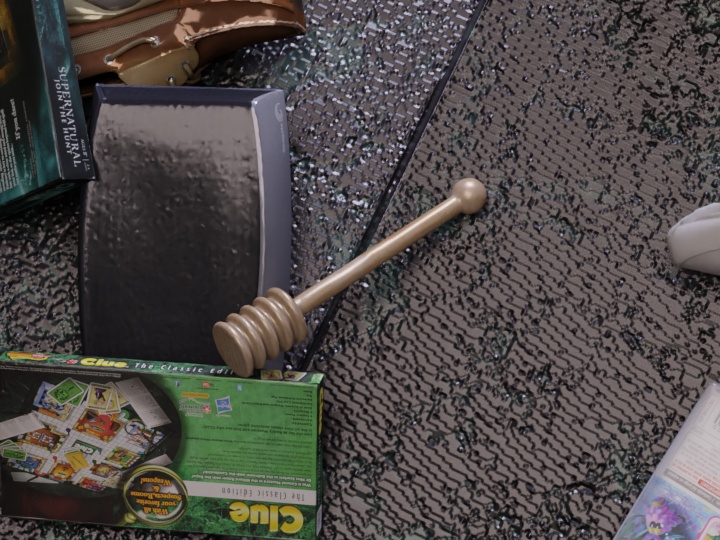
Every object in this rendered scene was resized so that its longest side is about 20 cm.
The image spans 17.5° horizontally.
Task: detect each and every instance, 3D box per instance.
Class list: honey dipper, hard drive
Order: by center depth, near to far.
[{"bbox_3d":[0.000,0.000,1.414,0.199,0.038,0.038,-31,74,-24],"label":"honey dipper"},{"bbox_3d":[-0.111,-0.012,1.430,0.134,0.042,0.202,2,94,7],"label":"hard drive"}]

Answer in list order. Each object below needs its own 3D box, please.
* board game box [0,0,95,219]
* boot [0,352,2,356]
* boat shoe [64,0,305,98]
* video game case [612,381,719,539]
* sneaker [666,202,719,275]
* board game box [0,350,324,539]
[{"bbox_3d":[-0.232,-0.136,1.457,0.135,0.028,0.202,-18,78,44],"label":"board game box"},{"bbox_3d":[-0.327,0.101,1.443,0.154,0.072,0.201,32,83,15],"label":"boot"},{"bbox_3d":[-0.131,-0.138,1.476,0.198,0.076,0.075,-6,81,14],"label":"boat shoe"},{"bbox_3d":[0.244,0.194,1.372,0.199,0.024,0.183,32,83,12],"label":"video game case"},{"bbox_3d":[0.279,0.008,1.385,0.198,0.078,0.100,4,81,9],"label":"sneaker"},{"bbox_3d":[-0.121,0.107,1.415,0.198,0.023,0.106,4,105,8],"label":"board game box"}]
